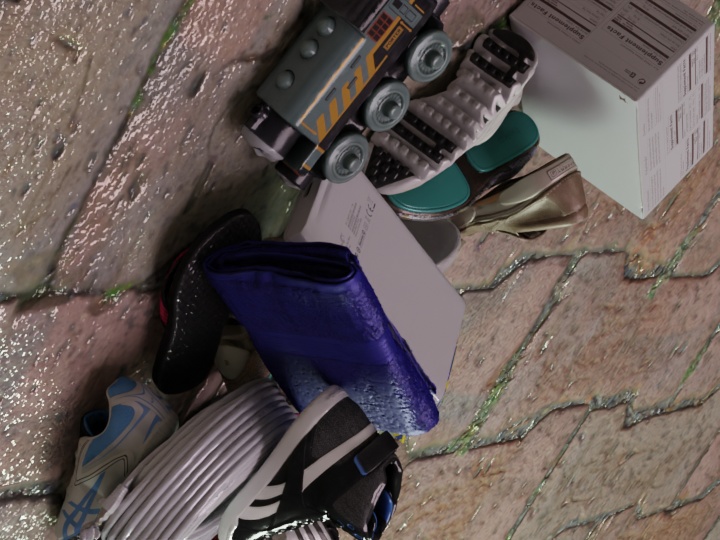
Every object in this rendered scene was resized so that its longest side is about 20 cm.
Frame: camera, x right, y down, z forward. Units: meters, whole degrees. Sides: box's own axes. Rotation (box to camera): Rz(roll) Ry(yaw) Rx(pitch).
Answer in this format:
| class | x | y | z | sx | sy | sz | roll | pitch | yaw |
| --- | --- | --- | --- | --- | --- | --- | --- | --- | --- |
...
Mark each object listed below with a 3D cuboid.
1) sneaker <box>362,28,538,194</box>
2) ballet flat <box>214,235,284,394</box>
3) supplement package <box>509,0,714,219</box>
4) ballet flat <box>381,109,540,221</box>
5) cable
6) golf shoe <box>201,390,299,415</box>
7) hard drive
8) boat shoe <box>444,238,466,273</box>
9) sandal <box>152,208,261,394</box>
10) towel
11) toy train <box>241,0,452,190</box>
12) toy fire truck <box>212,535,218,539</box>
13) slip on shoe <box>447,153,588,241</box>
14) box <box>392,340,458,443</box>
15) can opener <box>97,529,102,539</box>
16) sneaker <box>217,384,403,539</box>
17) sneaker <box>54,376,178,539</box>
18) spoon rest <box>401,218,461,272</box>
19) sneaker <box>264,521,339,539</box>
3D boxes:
| class | x | y | z | sx | sy | sz | roll | pitch | yaw |
| --- | --- | --- | --- | --- | --- | --- | --- | --- | --- |
| sneaker | 0.081 | -0.128 | 1.645 | 0.200 | 0.075 | 0.081 | -40 | 160 | -19 |
| ballet flat | -0.097 | 0.042 | 1.591 | 0.067 | 0.068 | 0.201 | 1 | 133 | -32 |
| supplement package | 0.238 | -0.175 | 1.720 | 0.111 | 0.155 | 0.201 | -44 | 152 | -16 |
| ballet flat | 0.085 | -0.086 | 1.707 | 0.199 | 0.072 | 0.072 | -28 | 146 | -34 |
| cable | -0.132 | 0.177 | 1.559 | 0.200 | 0.069 | 0.200 | -45 | 170 | 2 |
| golf shoe | -0.092 | 0.163 | 1.706 | 0.199 | 0.092 | 0.073 | -19 | 142 | -31 |
| hard drive | 0.016 | 0.002 | 1.554 | 0.026 | 0.200 | 0.132 | -23 | -150 | 30 |
| boat shoe | 0.017 | 0.023 | 1.737 | 0.200 | 0.063 | 0.071 | -42 | 170 | -16 |
| sandal | -0.138 | 0.022 | 1.524 | 0.075 | 0.045 | 0.201 | -10 | 140 | -34 |
| towel | -0.026 | 0.052 | 1.484 | 0.050 | 0.147 | 0.201 | -60 | 140 | -31 |
| toy train | -0.012 | -0.159 | 1.457 | 0.200 | 0.085 | 0.114 | -51 | 141 | 4 |
| toy fire truck | -0.079 | 0.238 | 1.757 | 0.175 | 0.129 | 0.201 | -23 | 150 | -40 |
| slip on shoe | 0.149 | -0.054 | 1.742 | 0.076 | 0.061 | 0.200 | -32 | -177 | -33 |
| box | 0.041 | 0.095 | 1.724 | 0.064 | 0.070 | 0.200 | -45 | 167 | -15 |
| can opener | -0.249 | 0.300 | 1.677 | 0.200 | 0.063 | 0.079 | -45 | 153 | -11 |
| sneaker | -0.037 | 0.198 | 1.510 | 0.073 | 0.112 | 0.201 | -31 | 160 | -50 |
| sneaker | -0.217 | 0.164 | 1.568 | 0.072 | 0.072 | 0.200 | -34 | 164 | -49 |
| spoon rest | 0.000 | 0.000 | 1.664 | 0.199 | 0.099 | 0.061 | -28 | 127 | -13 |
| sneaker | -0.067 | 0.295 | 1.685 | 0.114 | 0.076 | 0.202 | -7 | 137 | -21 |
